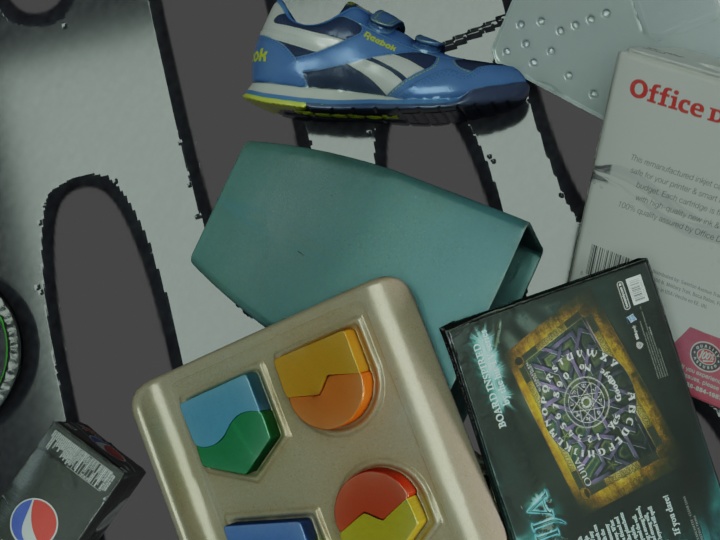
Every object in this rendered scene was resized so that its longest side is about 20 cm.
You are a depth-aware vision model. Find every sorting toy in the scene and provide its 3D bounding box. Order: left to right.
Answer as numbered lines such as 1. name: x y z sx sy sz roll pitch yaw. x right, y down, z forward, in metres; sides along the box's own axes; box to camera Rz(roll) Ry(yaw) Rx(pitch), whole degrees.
1. sorting toy: -0.031 0.124 1.059 0.199 0.036 0.186 -24 83 17

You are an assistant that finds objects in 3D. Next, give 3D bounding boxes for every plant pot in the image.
1. plant pot: 0.000 0.000 1.147 0.199 0.141 0.142 26 88 13

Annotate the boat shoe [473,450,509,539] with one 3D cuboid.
1. boat shoe: 0.095 0.157 1.100 0.198 0.068 0.075 8 107 20

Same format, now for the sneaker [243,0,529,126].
1. sneaker: 0.019 -0.145 1.186 0.198 0.074 0.083 5 84 5

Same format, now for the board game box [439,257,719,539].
1. board game box: 0.142 0.108 1.048 0.134 0.028 0.202 -18 91 -4

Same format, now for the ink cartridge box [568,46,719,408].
1. ink cartridge box: 0.223 -0.029 1.092 0.146 0.082 0.202 23 112 36

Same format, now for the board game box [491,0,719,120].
1. board game box: 0.211 -0.188 1.141 0.199 0.026 0.201 30 113 18

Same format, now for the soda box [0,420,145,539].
1. soda box: -0.235 0.202 1.181 0.063 0.071 0.201 36 89 8

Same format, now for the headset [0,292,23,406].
1. headset: -0.332 0.032 1.217 0.200 0.094 0.124 40 86 -8

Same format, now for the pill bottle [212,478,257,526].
1. pill bottle: -0.049 0.176 1.145 0.113 0.114 0.201 -20 84 3
